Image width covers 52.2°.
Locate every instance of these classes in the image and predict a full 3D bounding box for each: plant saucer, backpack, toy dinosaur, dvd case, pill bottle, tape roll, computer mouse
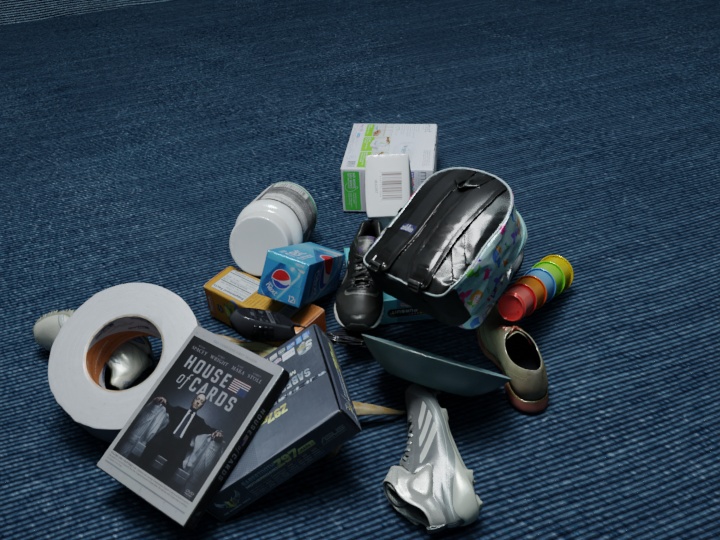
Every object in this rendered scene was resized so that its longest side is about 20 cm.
[{"bbox_3d":[0.091,0.127,0.937,0.198,0.039,0.201,17,-3,1],"label":"plant saucer"},{"bbox_3d":[0.126,-0.034,0.991,0.176,0.151,0.201,24,75,43],"label":"backpack"},{"bbox_3d":[-0.042,0.180,0.926,0.196,0.059,0.102,3,34,9],"label":"toy dinosaur"},{"bbox_3d":[-0.192,0.174,0.851,0.149,0.025,0.201,20,66,30],"label":"dvd case"},{"bbox_3d":[-0.141,-0.069,1.196,0.111,0.115,0.200,2,20,8],"label":"pill bottle"},{"bbox_3d":[-0.298,0.119,0.959,0.197,0.066,0.203,-2,61,3],"label":"tape roll"},{"bbox_3d":[-0.081,0.087,0.986,0.197,0.035,0.059,13,12,-17],"label":"computer mouse"}]

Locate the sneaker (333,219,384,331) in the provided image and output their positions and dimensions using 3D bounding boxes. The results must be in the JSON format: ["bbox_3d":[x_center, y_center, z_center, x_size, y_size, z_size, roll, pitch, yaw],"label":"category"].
[{"bbox_3d":[0.000,0.000,1.065,0.074,0.089,0.201,1,36,6],"label":"sneaker"}]

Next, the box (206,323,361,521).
[{"bbox_3d":[-0.107,0.175,0.872,0.199,0.051,0.158,-34,37,8],"label":"box"}]

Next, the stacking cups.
[{"bbox_3d":[0.247,0.027,1.061,0.060,0.061,0.199,20,24,30],"label":"stacking cups"}]

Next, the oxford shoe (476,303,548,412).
[{"bbox_3d":[0.210,0.097,1.002,0.069,0.076,0.201,-10,36,-9],"label":"oxford shoe"}]

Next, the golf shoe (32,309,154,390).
[{"bbox_3d":[-0.395,0.117,1.036,0.197,0.079,0.098,8,43,18],"label":"golf shoe"}]

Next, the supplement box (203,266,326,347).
[{"bbox_3d":[-0.142,0.064,1.092,0.198,0.067,0.069,24,46,34],"label":"supplement box"}]

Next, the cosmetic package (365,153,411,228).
[{"bbox_3d":[0.051,-0.119,1.213,0.073,0.104,0.200,-1,-7,4],"label":"cosmetic package"}]

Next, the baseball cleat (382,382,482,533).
[{"bbox_3d":[0.067,0.212,0.859,0.105,0.071,0.201,-12,35,-12],"label":"baseball cleat"}]

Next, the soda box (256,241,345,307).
[{"bbox_3d":[-0.083,0.002,1.090,0.067,0.065,0.200,18,10,11],"label":"soda box"}]

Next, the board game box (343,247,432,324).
[{"bbox_3d":[0.078,0.015,1.155,0.196,0.048,0.152,-6,36,-3],"label":"board game box"}]

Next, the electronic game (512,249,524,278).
[{"bbox_3d":[0.152,-0.029,1.131,0.196,0.042,0.202,-7,41,6],"label":"electronic game"}]

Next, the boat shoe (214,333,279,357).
[{"bbox_3d":[-0.152,0.133,1.001,0.197,0.073,0.063,7,65,26],"label":"boat shoe"}]

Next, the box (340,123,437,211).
[{"bbox_3d":[0.061,-0.204,1.422,0.173,0.098,0.201,1,35,6],"label":"box"}]
